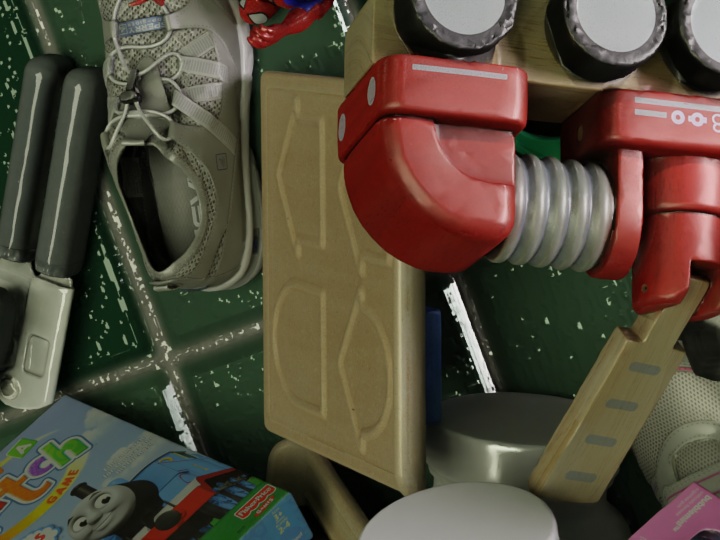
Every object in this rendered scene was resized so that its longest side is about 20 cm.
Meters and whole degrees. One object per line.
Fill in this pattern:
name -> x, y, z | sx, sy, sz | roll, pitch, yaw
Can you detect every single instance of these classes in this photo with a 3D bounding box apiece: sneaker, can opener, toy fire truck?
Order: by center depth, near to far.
toy fire truck -> 0.077, -0.014, 0.897 | 0.175, 0.129, 0.201 | 5, 75, -15
sneaker -> 0.185, 0.123, 1.012 | 0.081, 0.088, 0.201 | -37, 84, 26
sneaker -> -0.097, -0.084, 1.104 | 0.074, 0.082, 0.201 | -13, 94, 26
can opener -> -0.177, -0.015, 1.169 | 0.052, 0.066, 0.201 | 19, 103, 21

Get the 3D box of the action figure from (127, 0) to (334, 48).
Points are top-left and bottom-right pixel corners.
action figure -> -0.041, -0.149, 1.016 | 0.065, 0.099, 0.200 | 51, 157, 3

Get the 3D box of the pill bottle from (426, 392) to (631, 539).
pill bottle -> 0.074, 0.169, 1.057 | 0.116, 0.116, 0.202 | 8, 104, 23

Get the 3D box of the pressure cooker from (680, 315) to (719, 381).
pressure cooker -> 0.239, 0.023, 0.912 | 0.175, 0.201, 0.179 | 20, 122, -14

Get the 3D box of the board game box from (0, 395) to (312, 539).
board game box -> -0.143, 0.145, 1.097 | 0.199, 0.151, 0.037 | 15, 140, 47

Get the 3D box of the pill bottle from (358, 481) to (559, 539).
pill bottle -> 0.055, 0.198, 0.930 | 0.112, 0.112, 0.201 | 1, 116, 24

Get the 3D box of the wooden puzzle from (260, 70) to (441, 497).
wooden puzzle -> 0.000, 0.000, 1.043 | 0.200, 0.046, 0.187 | -161, 70, -67

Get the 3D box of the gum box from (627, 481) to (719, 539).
gum box -> 0.165, 0.197, 0.949 | 0.113, 0.066, 0.201 | 33, 145, 32

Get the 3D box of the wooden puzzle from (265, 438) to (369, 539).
wooden puzzle -> -0.017, 0.205, 1.083 | 0.200, 0.037, 0.186 | -138, 51, -59

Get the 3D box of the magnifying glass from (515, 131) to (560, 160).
magnifying glass -> 0.125, -0.051, 1.046 | 0.079, 0.022, 0.201 | -39, 81, 25
